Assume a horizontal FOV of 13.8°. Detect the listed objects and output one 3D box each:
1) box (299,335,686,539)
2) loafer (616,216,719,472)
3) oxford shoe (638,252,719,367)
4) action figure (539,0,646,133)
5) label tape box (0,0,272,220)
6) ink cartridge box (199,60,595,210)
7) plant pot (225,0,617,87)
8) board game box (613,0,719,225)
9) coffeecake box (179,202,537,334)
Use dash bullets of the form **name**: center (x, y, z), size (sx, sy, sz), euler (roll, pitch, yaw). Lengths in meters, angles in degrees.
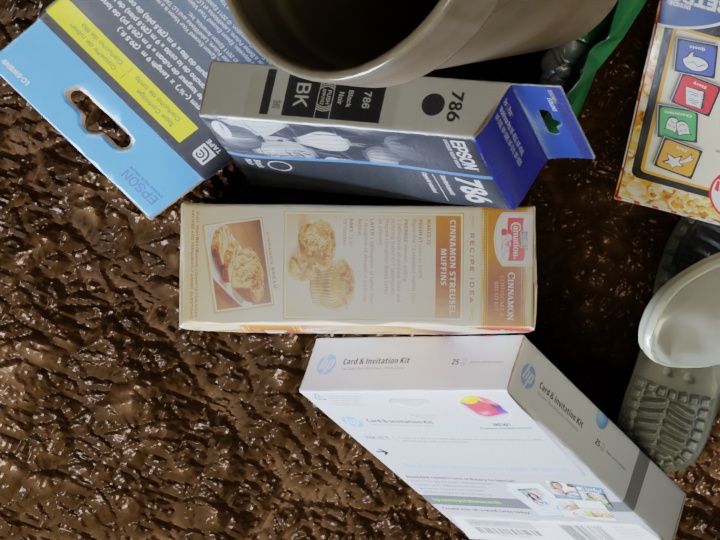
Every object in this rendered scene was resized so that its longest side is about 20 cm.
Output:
- **box**: center (0.081, 0.104, 1.791), size (0.155, 0.041, 0.200), euler (-2, 150, 39)
- **loafer**: center (0.210, 0.022, 1.799), size (0.075, 0.070, 0.201), euler (26, 109, 7)
- **oxford shoe**: center (0.253, 0.026, 1.727), size (0.199, 0.058, 0.075), euler (-4, 123, -27)
- **action figure**: center (0.132, -0.152, 1.671), size (0.055, 0.118, 0.201), euler (27, 112, -2)
- **label tape box**: center (-0.090, -0.143, 1.692), size (0.200, 0.063, 0.144), euler (-34, 117, 21)
- **ink cartridge box**: center (0.021, -0.072, 1.618), size (0.199, 0.039, 0.099), euler (4, 159, 19)
- **plant pot**: center (0.051, -0.188, 1.574), size (0.173, 0.200, 0.200), euler (6, 132, -45)
- **board game box**: center (0.233, -0.107, 1.665), size (0.151, 0.046, 0.201), euler (16, 134, 6)
- **coffeecake box**: center (0.000, 0.000, 1.725), size (0.199, 0.154, 0.073), euler (0, 88, 1)
